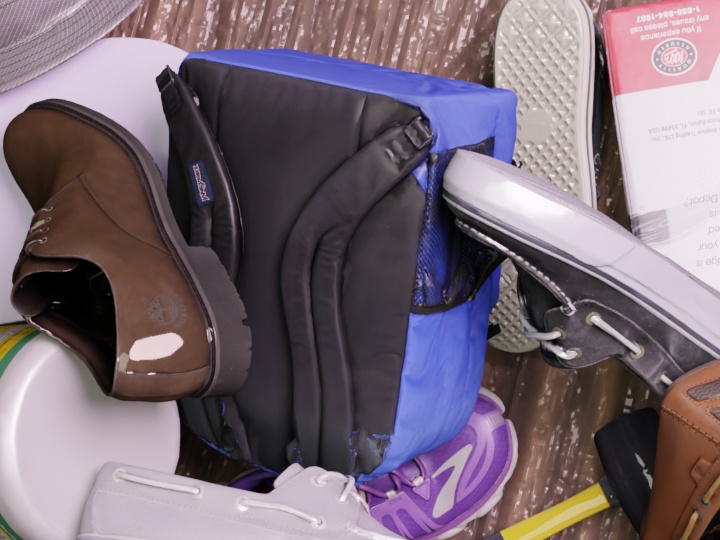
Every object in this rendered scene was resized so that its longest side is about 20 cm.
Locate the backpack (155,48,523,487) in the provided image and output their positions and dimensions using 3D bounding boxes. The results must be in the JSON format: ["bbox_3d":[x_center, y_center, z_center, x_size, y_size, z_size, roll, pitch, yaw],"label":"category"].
[{"bbox_3d":[0.000,0.000,0.802,0.161,0.167,0.202,15,106,35],"label":"backpack"}]

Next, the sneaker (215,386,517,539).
[{"bbox_3d":[-0.008,0.125,0.864,0.198,0.083,0.081,-25,82,6],"label":"sneaker"}]

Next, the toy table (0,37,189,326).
[{"bbox_3d":[-0.152,-0.043,0.888,0.198,0.117,0.186,-19,82,8],"label":"toy table"}]

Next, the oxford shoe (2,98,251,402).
[{"bbox_3d":[-0.132,-0.016,0.754,0.200,0.084,0.073,49,134,38],"label":"oxford shoe"}]

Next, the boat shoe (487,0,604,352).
[{"bbox_3d":[0.098,-0.055,0.870,0.074,0.062,0.202,8,102,19],"label":"boat shoe"}]

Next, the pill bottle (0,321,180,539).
[{"bbox_3d":[-0.195,0.086,0.826,0.199,0.112,0.114,-5,84,42],"label":"pill bottle"}]

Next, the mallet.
[{"bbox_3d":[0.089,0.152,0.856,0.199,0.041,0.066,-34,70,2],"label":"mallet"}]

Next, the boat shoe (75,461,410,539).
[{"bbox_3d":[-0.031,0.122,0.732,0.198,0.072,0.069,2,68,12],"label":"boat shoe"}]

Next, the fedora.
[{"bbox_3d":[-0.200,-0.189,0.871,0.176,0.091,0.201,-28,37,3],"label":"fedora"}]

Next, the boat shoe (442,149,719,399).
[{"bbox_3d":[0.107,0.016,0.730,0.199,0.072,0.071,30,99,-29],"label":"boat shoe"}]

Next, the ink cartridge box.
[{"bbox_3d":[0.211,-0.041,0.835,0.143,0.084,0.202,-8,84,10],"label":"ink cartridge box"}]

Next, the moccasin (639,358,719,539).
[{"bbox_3d":[0.183,0.130,0.780,0.073,0.203,0.078,-17,47,-15],"label":"moccasin"}]
